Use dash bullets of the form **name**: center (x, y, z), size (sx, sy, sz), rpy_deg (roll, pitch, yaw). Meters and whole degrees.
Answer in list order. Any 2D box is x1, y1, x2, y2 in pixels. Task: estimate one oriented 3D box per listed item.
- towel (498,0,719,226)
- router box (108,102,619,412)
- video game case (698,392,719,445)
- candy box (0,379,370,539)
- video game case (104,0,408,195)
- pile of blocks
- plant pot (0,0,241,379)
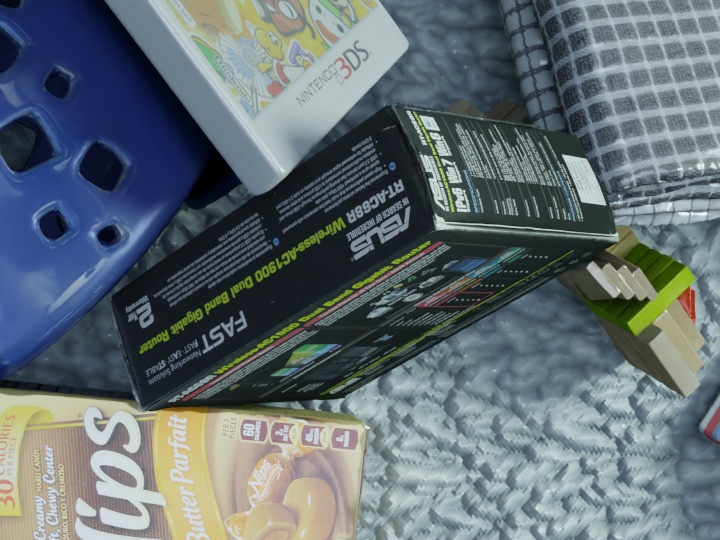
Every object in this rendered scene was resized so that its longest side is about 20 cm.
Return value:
- **towel**: center (0.181, -0.114, 0.826), size (0.199, 0.086, 0.167), rpy_deg (-8, 73, -19)
- **router box**: center (0.000, 0.000, 0.754), size (0.200, 0.149, 0.062), rpy_deg (-32, 70, 34)
- **video game case**: center (0.307, 0.080, 0.861), size (0.199, 0.017, 0.143), rpy_deg (32, 84, 28)
- **candy box**: center (-0.101, 0.126, 0.831), size (0.199, 0.055, 0.116), rpy_deg (6, 89, -9)
- **video game case**: center (-0.067, -0.151, 0.715), size (0.023, 0.182, 0.200), rpy_deg (-32, 101, 30)
- **pile of blocks**: center (0.128, -0.026, 0.856), size (0.062, 0.082, 0.200), rpy_deg (-43, 96, -6)
- **plant pot**: center (-0.160, -0.078, 0.757), size (0.179, 0.200, 0.201), rpy_deg (-36, 94, -15)
